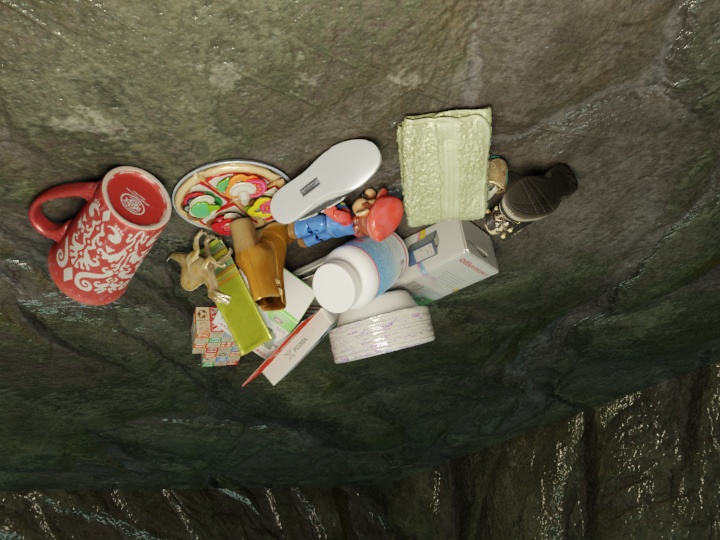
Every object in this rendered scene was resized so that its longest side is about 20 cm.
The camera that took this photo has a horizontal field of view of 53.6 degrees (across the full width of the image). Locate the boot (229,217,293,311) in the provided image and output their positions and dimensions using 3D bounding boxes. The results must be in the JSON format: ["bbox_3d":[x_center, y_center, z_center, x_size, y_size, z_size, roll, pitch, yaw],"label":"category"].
[{"bbox_3d":[-0.149,-0.005,1.191,0.069,0.148,0.200,-21,171,18],"label":"boot"}]

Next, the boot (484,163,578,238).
[{"bbox_3d":[0.269,-0.105,1.218,0.198,0.074,0.150,-31,176,-40],"label":"boot"}]

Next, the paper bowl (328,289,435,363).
[{"bbox_3d":[0.035,0.102,1.336,0.195,0.107,0.201,-14,174,-2],"label":"paper bowl"}]

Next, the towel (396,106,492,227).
[{"bbox_3d":[0.130,-0.154,1.095,0.144,0.037,0.203,-7,132,-1],"label":"towel"}]

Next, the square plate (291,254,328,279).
[{"bbox_3d":[-0.051,0.017,1.447,0.196,0.029,0.197,-23,152,25],"label":"square plate"}]

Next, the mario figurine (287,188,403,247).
[{"bbox_3d":[-0.021,-0.100,1.202,0.194,0.109,0.123,-8,-167,19],"label":"mario figurine"}]

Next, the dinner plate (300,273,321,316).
[{"bbox_3d":[-0.064,0.040,1.431,0.194,0.025,0.201,-8,155,-4],"label":"dinner plate"}]

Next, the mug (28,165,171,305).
[{"bbox_3d":[-0.390,-0.057,1.065,0.174,0.137,0.199,10,144,-39],"label":"mug"}]

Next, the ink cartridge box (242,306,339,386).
[{"bbox_3d":[-0.124,0.150,1.394,0.200,0.044,0.173,-47,177,23],"label":"ink cartridge box"}]

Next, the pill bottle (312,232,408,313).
[{"bbox_3d":[0.000,0.000,1.242,0.107,0.111,0.199,-27,-177,33],"label":"pill bottle"}]

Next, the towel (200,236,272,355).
[{"bbox_3d":[-0.230,0.047,1.268,0.085,0.204,0.018,-29,178,36],"label":"towel"}]

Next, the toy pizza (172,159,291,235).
[{"bbox_3d":[-0.200,-0.108,1.138,0.194,0.033,0.201,-8,154,-4],"label":"toy pizza"}]

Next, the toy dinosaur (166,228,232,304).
[{"bbox_3d":[-0.279,-0.018,1.214,0.103,0.198,0.058,-57,142,0],"label":"toy dinosaur"}]

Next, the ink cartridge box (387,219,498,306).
[{"bbox_3d":[0.150,-0.014,1.391,0.197,0.090,0.144,-24,151,31],"label":"ink cartridge box"}]

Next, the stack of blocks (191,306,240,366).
[{"bbox_3d":[-0.316,0.149,1.580,0.112,0.060,0.201,-1,152,-18],"label":"stack of blocks"}]

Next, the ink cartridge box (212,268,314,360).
[{"bbox_3d":[-0.188,0.072,1.372,0.144,0.085,0.201,35,144,-3],"label":"ink cartridge box"}]

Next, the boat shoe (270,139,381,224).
[{"bbox_3d":[-0.048,-0.134,1.104,0.198,0.073,0.068,-33,172,18],"label":"boat shoe"}]

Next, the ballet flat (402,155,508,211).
[{"bbox_3d":[0.157,-0.125,1.196,0.196,0.067,0.070,-24,151,27],"label":"ballet flat"}]
